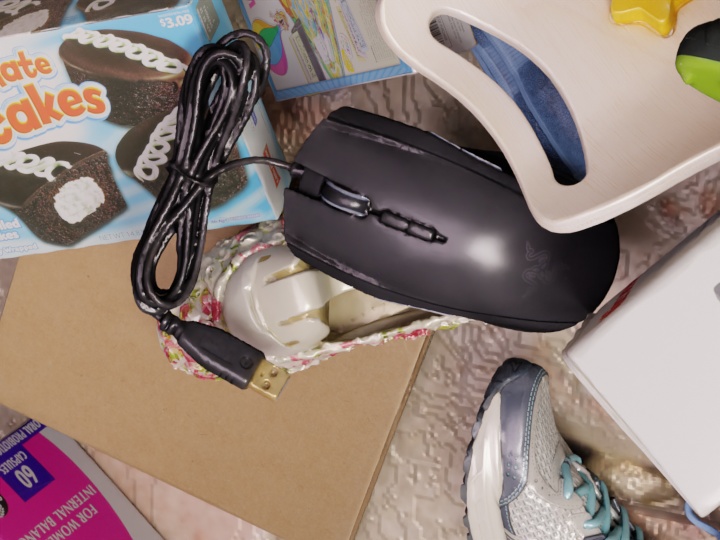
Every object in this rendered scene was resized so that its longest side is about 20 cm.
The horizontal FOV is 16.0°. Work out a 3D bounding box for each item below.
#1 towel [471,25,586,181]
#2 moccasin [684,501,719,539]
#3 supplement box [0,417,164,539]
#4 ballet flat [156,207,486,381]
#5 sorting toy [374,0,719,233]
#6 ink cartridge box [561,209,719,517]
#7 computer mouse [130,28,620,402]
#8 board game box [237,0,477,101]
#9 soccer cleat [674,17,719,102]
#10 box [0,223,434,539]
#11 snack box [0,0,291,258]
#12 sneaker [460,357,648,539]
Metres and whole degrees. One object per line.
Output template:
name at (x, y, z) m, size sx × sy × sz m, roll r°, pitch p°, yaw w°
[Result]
towel at (0.086, -0.128, 1.077) m, size 0.111 × 0.049 × 0.201 m, roll -30°, pitch 93°, yaw 28°
moccasin at (0.176, 0.142, 1.102) m, size 0.068 × 0.081 × 0.201 m, roll 0°, pitch 108°, yaw -3°
supplement box at (-0.140, 0.185, 1.253) m, size 0.200 × 0.101 × 0.103 m, roll 48°, pitch 118°, yaw 2°
ballet flat at (-0.001, 0.001, 1.120) m, size 0.199 × 0.064 × 0.076 m, roll -17°, pitch 90°, yaw 9°
sorting toy at (0.107, -0.112, 0.991) m, size 0.180 × 0.107 × 0.200 m, roll -39°, pitch 75°, yaw 1°
ink cartridge box at (0.185, -0.007, 0.989) m, size 0.200 × 0.146 × 0.083 m, roll -41°, pitch 88°, yaw 12°
computer mouse at (0.000, 0.000, 1.061) m, size 0.199 × 0.046 × 0.141 m, roll 24°, pitch 102°, yaw -2°
board game box at (-0.030, -0.176, 1.080) m, size 0.134 × 0.034 × 0.201 m, roll -2°, pitch 111°, yaw 63°
soccer cleat at (0.210, -0.074, 0.876) m, size 0.199 × 0.068 × 0.082 m, roll 9°, pitch 79°, yaw 10°
box at (-0.072, 0.030, 1.204) m, size 0.199 × 0.021 × 0.164 m, roll 24°, pitch 116°, yaw 8°
snack box at (-0.142, -0.064, 1.141) m, size 0.199 × 0.037 × 0.117 m, roll -8°, pitch 126°, yaw 20°
sneaker at (0.103, 0.128, 1.146) m, size 0.086 × 0.078 × 0.201 m, roll -4°, pitch 115°, yaw 22°
